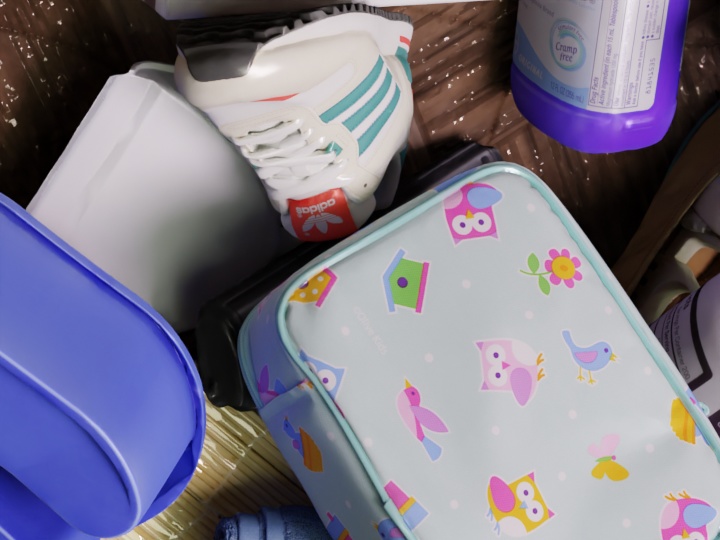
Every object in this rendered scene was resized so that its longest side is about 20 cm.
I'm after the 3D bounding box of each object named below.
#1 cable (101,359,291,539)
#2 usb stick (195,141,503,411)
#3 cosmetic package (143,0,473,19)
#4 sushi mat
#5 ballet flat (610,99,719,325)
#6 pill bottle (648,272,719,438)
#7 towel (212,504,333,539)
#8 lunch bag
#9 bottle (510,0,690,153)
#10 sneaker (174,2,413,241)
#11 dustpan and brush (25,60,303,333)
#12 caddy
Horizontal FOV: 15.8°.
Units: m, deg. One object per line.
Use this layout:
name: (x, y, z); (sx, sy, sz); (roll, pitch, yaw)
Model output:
cable: (-0.042, 0.134, 1.201); (0.200, 0.069, 0.200); (33, 97, -25)
usb stick: (0.000, 0.000, 1.155); (0.200, 0.033, 0.056); (-33, 123, -41)
cosmetic package: (-0.004, -0.171, 1.072); (0.200, 0.081, 0.113); (-4, 117, -28)
sushi mat: (-0.043, 0.127, 1.153); (0.096, 0.012, 0.200); (-46, 114, 4)
ballet flat: (0.165, -0.004, 1.276); (0.069, 0.063, 0.200); (31, 97, -39)
pill bottle: (0.160, 0.073, 1.178); (0.112, 0.113, 0.200); (22, 132, -37)
towel: (0.029, 0.159, 1.141); (0.200, 0.049, 0.112); (7, 113, -9)
lunch bag: (0.058, 0.065, 1.078); (0.160, 0.077, 0.200); (-33, 90, -26)
bottle: (0.112, -0.155, 1.147); (0.065, 0.084, 0.200); (-9, 121, -26)
sneaker: (-0.018, -0.058, 1.060); (0.070, 0.200, 0.093); (-5, 92, 15)
dustpan and brush: (-0.063, -0.015, 1.147); (0.200, 0.057, 0.140); (22, 114, -31)
caddy: (-0.159, 0.046, 1.052); (0.200, 0.105, 0.141); (38, 121, -12)
